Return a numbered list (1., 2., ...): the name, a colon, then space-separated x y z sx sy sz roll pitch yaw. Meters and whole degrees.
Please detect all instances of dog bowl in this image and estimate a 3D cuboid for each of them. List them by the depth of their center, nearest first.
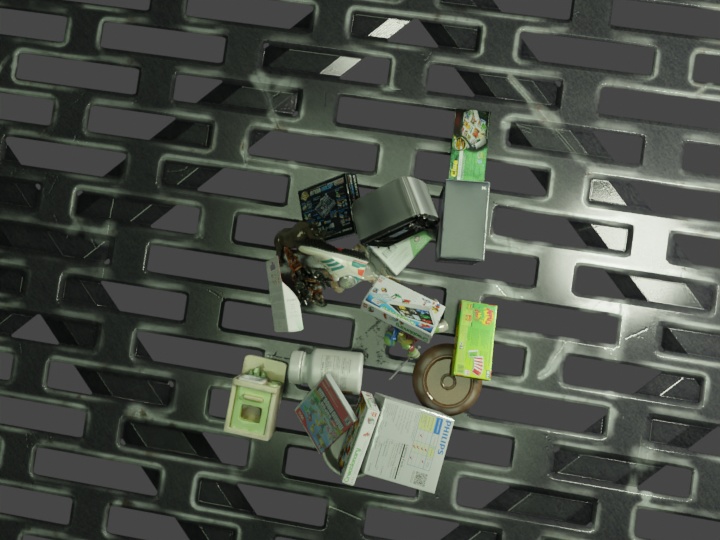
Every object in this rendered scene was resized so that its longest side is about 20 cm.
1. dog bowl: -0.022 0.481 1.603 0.196 0.059 0.204 0 88 3

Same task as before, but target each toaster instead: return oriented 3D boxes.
1. toaster: 0.095 -0.143 1.445 0.198 0.180 0.121 -23 81 25

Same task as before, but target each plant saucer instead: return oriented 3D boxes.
1. plant saucer: 0.243 0.307 1.605 0.196 0.037 0.205 0 89 3

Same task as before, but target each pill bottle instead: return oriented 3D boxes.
1. pill bottle: -0.094 0.275 1.586 0.196 0.114 0.117 5 88 4

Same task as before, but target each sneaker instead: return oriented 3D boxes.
1. sneaker: -0.079 -0.018 1.539 0.196 0.071 0.095 14 110 -15

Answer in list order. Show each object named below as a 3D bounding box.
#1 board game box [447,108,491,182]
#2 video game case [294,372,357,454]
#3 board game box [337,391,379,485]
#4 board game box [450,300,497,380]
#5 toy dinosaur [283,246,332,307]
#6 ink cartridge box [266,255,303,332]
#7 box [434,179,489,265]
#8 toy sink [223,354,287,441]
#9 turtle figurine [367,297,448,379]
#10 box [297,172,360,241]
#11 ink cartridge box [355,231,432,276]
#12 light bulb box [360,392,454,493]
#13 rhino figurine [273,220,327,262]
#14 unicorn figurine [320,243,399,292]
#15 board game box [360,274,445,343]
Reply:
1. board game box: 0.308 -0.352 1.631 0.103 0.023 0.204 7 88 1
2. video game case: -0.096 0.382 1.530 0.144 0.017 0.201 55 132 19
3. board game box: -0.007 0.432 1.496 0.034 0.126 0.203 18 94 -10
4. board game box: 0.311 0.192 1.577 0.100 0.048 0.204 9 77 -1
5. toy dinosaur: -0.155 0.027 1.575 0.199 0.136 0.103 36 91 -29
6. ink cartridge box: -0.211 0.066 1.577 0.049 0.161 0.204 -5 87 -22
7. box: 0.267 -0.124 1.537 0.121 0.198 0.204 4 88 3
8. toy sink: -0.289 0.349 1.596 0.128 0.112 0.204 12 89 3
9. turtle figurine: 0.131 0.163 1.598 0.191 0.202 0.145 -22 57 -20
10. box: -0.083 -0.163 1.580 0.198 0.046 0.162 -13 86 42
11. ink cartridge box: 0.080 -0.106 1.603 0.145 0.088 0.200 -45 87 0
12. light bulb box: 0.115 0.450 1.518 0.197 0.125 0.202 19 83 -8
13. rhino figurine: -0.167 -0.089 1.595 0.198 0.059 0.089 -18 88 38
14. unicorn figurine: 0.000 0.000 1.619 0.198 0.074 0.139 -25 96 16
15. board game box: 0.112 0.097 1.505 0.198 0.127 0.035 26 131 10
